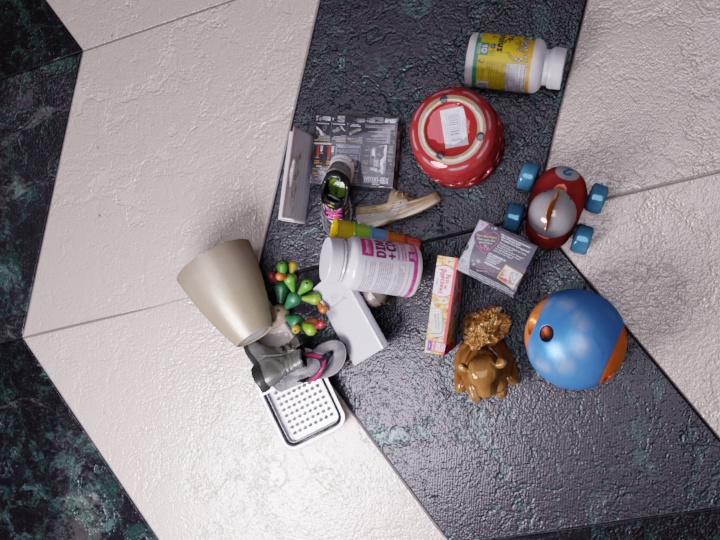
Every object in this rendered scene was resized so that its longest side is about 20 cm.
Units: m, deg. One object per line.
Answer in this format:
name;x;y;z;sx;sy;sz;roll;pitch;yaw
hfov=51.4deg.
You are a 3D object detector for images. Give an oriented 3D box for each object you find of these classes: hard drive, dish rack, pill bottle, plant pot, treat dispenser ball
hard drive;-0.024;0.102;1.670;0.132;0.027;0.201;-38;78;52
dish rack;-0.137;0.295;1.728;0.171;0.044;0.201;-28;83;12
pill bottle;0.327;-0.434;1.575;0.198;0.113;0.114;11;93;14
plant pot;-0.283;0.063;1.685;0.187;0.187;0.201;-34;79;12
pill bottle;0.020;-0.010;1.574;0.198;0.113;0.114;7;92;-18
treat dispenser ball;0.431;0.138;1.502;0.199;0.201;0.203;0;90;14
plant pot;0.198;-0.281;1.575;0.199;0.182;0.202;0;90;16

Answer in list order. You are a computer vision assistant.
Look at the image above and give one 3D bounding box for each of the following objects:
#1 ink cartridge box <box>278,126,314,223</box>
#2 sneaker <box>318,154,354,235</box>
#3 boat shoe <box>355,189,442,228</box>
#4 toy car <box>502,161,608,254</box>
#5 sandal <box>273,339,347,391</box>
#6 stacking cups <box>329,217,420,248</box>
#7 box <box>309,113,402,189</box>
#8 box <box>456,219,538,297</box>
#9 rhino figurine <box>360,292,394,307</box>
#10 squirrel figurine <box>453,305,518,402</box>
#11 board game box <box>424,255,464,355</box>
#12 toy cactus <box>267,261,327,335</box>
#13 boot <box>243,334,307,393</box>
ink cartridge box;-0.152;-0.210;1.664;0.043;0.173;0.202;8;92;14
sneaker;-0.058;-0.151;1.654;0.073;0.088;0.201;14;125;8
boat shoe;0.079;-0.145;1.657;0.199;0.074;0.070;-19;91;14
toy car;0.394;-0.131;1.513;0.183;0.200;0.178;20;95;13
sandal;-0.117;0.219;1.678;0.199;0.045;0.076;-27;83;12
stacking cups;0.035;-0.069;1.633;0.198;0.060;0.061;10;93;-14
box;-0.010;-0.268;1.692;0.198;0.050;0.159;5;92;14
box;0.285;-0.026;1.540;0.131;0.200;0.115;27;95;12
rhino figurine;0.000;0.000;1.670;0.060;0.087;0.201;-35;82;11
squirrel figurine;0.251;0.174;1.555;0.140;0.187;0.202;-3;89;14
board game box;0.181;0.071;1.592;0.046;0.151;0.202;8;92;14
toy cactus;-0.167;0.081;1.707;0.165;0.102;0.201;-44;71;29
boot;-0.188;0.185;1.696;0.130;0.200;0.068;-31;124;-1
